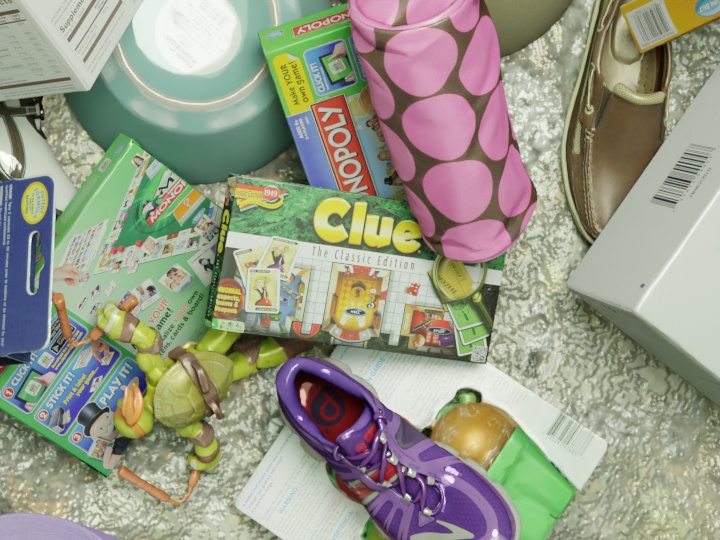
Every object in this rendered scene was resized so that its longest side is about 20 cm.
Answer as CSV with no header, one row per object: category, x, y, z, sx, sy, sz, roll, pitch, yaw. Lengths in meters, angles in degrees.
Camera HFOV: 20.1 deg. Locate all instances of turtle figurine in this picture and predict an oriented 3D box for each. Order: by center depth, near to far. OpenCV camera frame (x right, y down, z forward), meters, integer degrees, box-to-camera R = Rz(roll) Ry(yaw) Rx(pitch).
turtle figurine,-0.114,0.062,1.384,0.161,0.064,0.200,-37,124,-16

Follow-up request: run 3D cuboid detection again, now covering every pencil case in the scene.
pencil case,0.059,-0.105,1.297,0.090,0.200,0.094,10,46,28

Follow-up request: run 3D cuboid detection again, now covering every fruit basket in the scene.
fruit basket,0.043,0.144,1.429,0.200,0.094,0.186,32,86,12

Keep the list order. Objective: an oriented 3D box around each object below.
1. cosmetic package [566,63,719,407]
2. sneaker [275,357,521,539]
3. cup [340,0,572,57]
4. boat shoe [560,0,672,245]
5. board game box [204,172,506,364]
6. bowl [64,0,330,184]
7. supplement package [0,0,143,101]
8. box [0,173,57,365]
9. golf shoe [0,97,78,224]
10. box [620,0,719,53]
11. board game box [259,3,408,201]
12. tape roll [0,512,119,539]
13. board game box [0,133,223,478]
cosmetic package,0.288,-0.006,1.400,0.200,0.123,0.200,37,86,-18
sneaker,0.016,0.131,1.347,0.200,0.083,0.081,37,87,15
cup,0.074,-0.249,1.395,0.199,0.143,0.201,0,89,-4
boat shoe,0.184,-0.116,1.436,0.074,0.075,0.203,2,89,-5
board game box,0.000,0.000,1.373,0.199,0.023,0.105,7,93,-18
bowl,-0.113,-0.164,1.398,0.200,0.105,0.202,0,88,-5
supplement package,-0.217,-0.217,1.313,0.111,0.155,0.200,55,47,-36
box,-0.278,0.007,1.358,0.199,0.032,0.122,-7,75,29
golf shoe,-0.243,-0.119,1.401,0.094,0.078,0.200,-41,94,-4
box,0.287,-0.210,1.395,0.200,0.119,0.042,-23,91,-34
board game box,0.024,-0.095,1.376,0.134,0.029,0.200,-19,129,1
tape roll,-0.220,0.266,1.367,0.199,0.066,0.201,-4,75,14
board game box,-0.170,0.025,1.401,0.134,0.029,0.200,38,86,-29
